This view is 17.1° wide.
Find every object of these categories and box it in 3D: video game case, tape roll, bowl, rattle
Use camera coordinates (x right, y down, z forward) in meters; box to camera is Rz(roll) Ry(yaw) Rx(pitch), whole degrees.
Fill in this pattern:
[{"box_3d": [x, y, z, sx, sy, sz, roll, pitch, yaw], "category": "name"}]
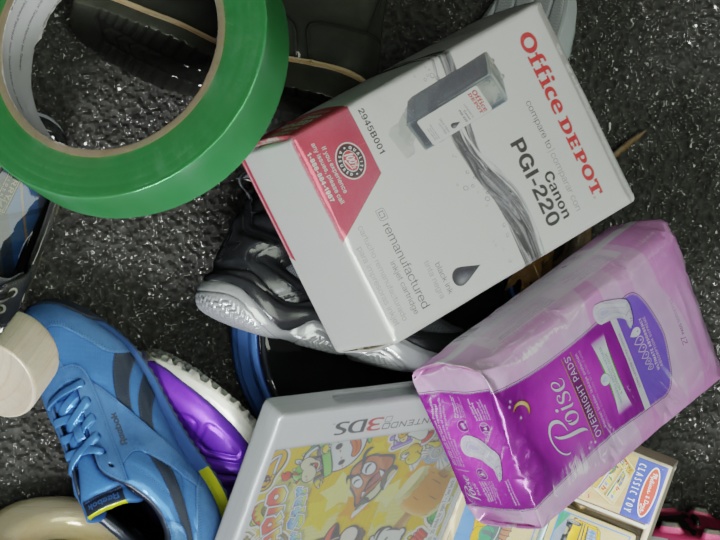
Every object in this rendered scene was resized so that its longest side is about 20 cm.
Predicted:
[{"box_3d": [-0.012, 0.158, 1.536, 0.182, 0.023, 0.200, -5, 127, -38], "category": "video game case"}, {"box_3d": [-0.145, -0.133, 1.455, 0.200, 0.048, 0.201, -4, 75, 16], "category": "tape roll"}, {"box_3d": [0.013, 0.039, 1.607, 0.200, 0.039, 0.201, -2, 95, -18], "category": "bowl"}, {"box_3d": [-0.230, 0.213, 1.551, 0.200, 0.143, 0.130, 8, 60, -4], "category": "rattle"}]

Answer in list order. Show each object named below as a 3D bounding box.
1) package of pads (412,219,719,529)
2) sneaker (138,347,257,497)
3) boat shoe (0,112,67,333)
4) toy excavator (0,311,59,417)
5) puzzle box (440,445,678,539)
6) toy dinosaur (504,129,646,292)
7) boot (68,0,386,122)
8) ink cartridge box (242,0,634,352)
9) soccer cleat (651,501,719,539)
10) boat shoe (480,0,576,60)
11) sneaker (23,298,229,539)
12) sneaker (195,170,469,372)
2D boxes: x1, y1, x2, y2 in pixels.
[{"box_3d": [0.136, 0.063, 1.527, 0.200, 0.076, 0.121, -34, 109, -33], "category": "package of pads"}, {"box_3d": [-0.095, 0.142, 1.566, 0.100, 0.070, 0.200, -45, 106, -7], "category": "sneaker"}, {"box_3d": [-0.232, -0.005, 1.509, 0.070, 0.066, 0.200, 27, 87, -18], "category": "boat shoe"}, {"box_3d": [-0.295, 0.000, 1.450, 0.100, 0.194, 0.200, -61, 139, -47], "category": "toy excavator"}, {"box_3d": [0.118, 0.196, 1.606, 0.133, 0.025, 0.200, 20, 101, 13], "category": "puzzle box"}, {"box_3d": [0.144, 0.001, 1.641, 0.060, 0.106, 0.200, 9, 97, 20], "category": "toy dinosaur"}, {"box_3d": [-0.076, -0.181, 1.553, 0.200, 0.077, 0.138, 19, 69, -8], "category": "boot"}, {"box_3d": [0.050, -0.058, 1.486, 0.200, 0.085, 0.146, -31, 99, -26], "category": "ink cartridge box"}, {"box_3d": [0.187, 0.208, 1.671, 0.200, 0.070, 0.086, 5, 102, -13], "category": "soccer cleat"}, {"box_3d": [0.107, -0.103, 1.612, 0.071, 0.072, 0.200, 32, 71, -51], "category": "boat shoe"}, {"box_3d": [-0.159, 0.106, 1.510, 0.200, 0.066, 0.078, 55, 35, 5], "category": "sneaker"}, {"box_3d": [0.000, 0.000, 1.539, 0.200, 0.075, 0.114, 16, 87, -21], "category": "sneaker"}]
